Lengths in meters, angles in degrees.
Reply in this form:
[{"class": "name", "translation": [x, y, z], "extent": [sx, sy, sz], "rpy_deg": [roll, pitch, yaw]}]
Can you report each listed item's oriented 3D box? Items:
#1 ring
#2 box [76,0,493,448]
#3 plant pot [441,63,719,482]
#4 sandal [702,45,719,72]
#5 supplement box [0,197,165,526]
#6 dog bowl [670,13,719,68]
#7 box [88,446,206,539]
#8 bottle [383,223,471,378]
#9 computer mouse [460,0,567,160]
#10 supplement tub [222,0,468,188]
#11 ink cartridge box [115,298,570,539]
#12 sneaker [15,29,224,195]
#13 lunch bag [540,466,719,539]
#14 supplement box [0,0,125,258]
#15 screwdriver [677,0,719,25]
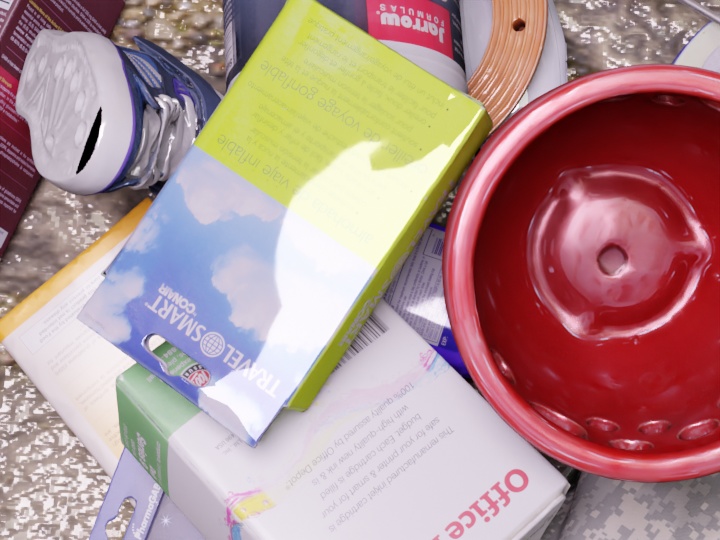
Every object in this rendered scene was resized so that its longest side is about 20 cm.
[{"class": "ring", "translation": [0.023, -0.156, 0.934], "extent": [0.200, 0.019, 0.201], "rpy_deg": [-3, 80, 19]}, {"class": "box", "translation": [-0.037, -0.025, 0.736], "extent": [0.122, 0.048, 0.200], "rpy_deg": [34, 89, 15]}, {"class": "plant pot", "translation": [0.144, -0.005, 0.769], "extent": [0.200, 0.183, 0.201], "rpy_deg": [0, 95, 5]}, {"class": "sandal", "translation": [0.300, -0.086, 0.844], "extent": [0.206, 0.059, 0.079], "rpy_deg": [20, 63, 25]}, {"class": "supplement box", "translation": [-0.109, 0.074, 0.889], "extent": [0.126, 0.074, 0.200], "rpy_deg": [-39, 82, -5]}, {"class": "dog bowl", "translation": [0.272, -0.069, 0.906], "extent": [0.199, 0.079, 0.201], "rpy_deg": [0, 79, 2]}, {"class": "box", "translation": [-0.059, 0.177, 0.820], "extent": [0.199, 0.032, 0.122], "rpy_deg": [20, 82, 3]}, {"class": "bottle", "translation": [0.000, 0.000, 0.906], "extent": [0.199, 0.065, 0.084], "rpy_deg": [19, 75, 5]}, {"class": "computer mouse", "translation": [0.099, -0.152, 0.943], "extent": [0.109, 0.044, 0.201], "rpy_deg": [-8, 79, -1]}, {"class": "supplement tub", "translation": [-0.010, -0.142, 0.850], "extent": [0.140, 0.140, 0.201], "rpy_deg": [-4, 74, 1]}, {"class": "ink cartridge box", "translation": [-0.012, 0.103, 0.776], "extent": [0.145, 0.088, 0.200], "rpy_deg": [-37, 68, -26]}, {"class": "sneaker", "translation": [-0.109, -0.078, 0.830], "extent": [0.146, 0.200, 0.081], "rpy_deg": [18, 101, -27]}, {"class": "lunch bag", "translation": [0.154, 0.193, 0.829], "extent": [0.168, 0.139, 0.200], "rpy_deg": [40, 80, 17]}, {"class": "supplement box", "translation": [-0.231, -0.112, 0.907], "extent": [0.061, 0.109, 0.201], "rpy_deg": [21, 80, 19]}, {"class": "screwdriver", "translation": [0.201, -0.167, 0.897], "extent": [0.029, 0.028, 0.200], "rpy_deg": [-18, 37, -26]}]
